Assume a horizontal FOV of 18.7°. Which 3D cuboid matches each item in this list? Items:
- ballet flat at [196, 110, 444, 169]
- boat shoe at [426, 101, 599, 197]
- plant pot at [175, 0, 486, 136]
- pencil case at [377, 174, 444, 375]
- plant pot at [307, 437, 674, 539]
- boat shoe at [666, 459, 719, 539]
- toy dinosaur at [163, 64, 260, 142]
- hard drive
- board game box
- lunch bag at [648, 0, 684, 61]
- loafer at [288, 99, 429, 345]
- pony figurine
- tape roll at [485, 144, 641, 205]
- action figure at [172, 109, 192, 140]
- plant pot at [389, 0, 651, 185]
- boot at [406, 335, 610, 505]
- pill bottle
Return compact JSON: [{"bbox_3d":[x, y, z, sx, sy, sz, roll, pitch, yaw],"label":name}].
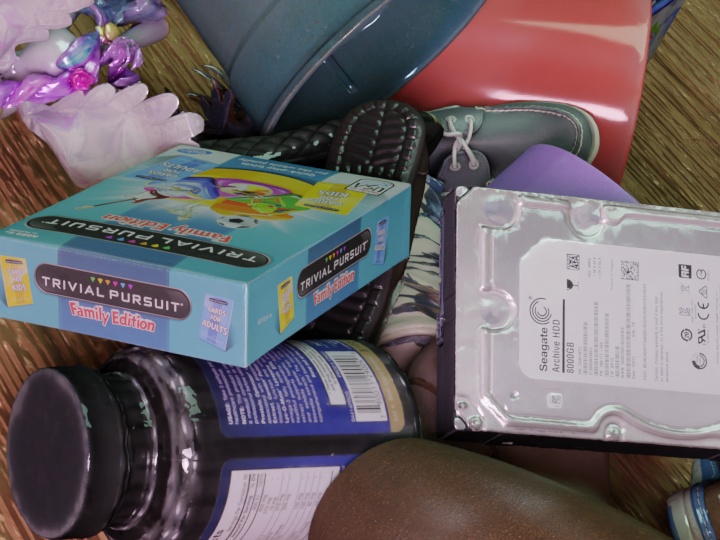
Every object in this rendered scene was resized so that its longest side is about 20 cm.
[{"bbox_3d":[-0.021,-0.076,1.355,0.200,0.067,0.057,-14,49,-45],"label":"ballet flat"},{"bbox_3d":[0.058,-0.073,1.459,0.200,0.073,0.062,-8,-8,16],"label":"boat shoe"},{"bbox_3d":[-0.045,-0.208,1.401,0.196,0.200,0.200,49,34,11],"label":"plant pot"},{"bbox_3d":[0.031,0.016,1.375,0.089,0.078,0.200,4,32,-7],"label":"pencil case"},{"bbox_3d":[0.064,0.172,1.072,0.187,0.187,0.200,0,26,-37],"label":"plant pot"},{"bbox_3d":[0.236,0.139,1.293,0.072,0.072,0.200,70,18,-2],"label":"boat shoe"},{"bbox_3d":[-0.064,-0.102,1.535,0.181,0.105,0.200,2,69,-51],"label":"toy dinosaur"},{"bbox_3d":[0.141,0.031,1.216,0.199,0.038,0.140,6,74,-14],"label":"hard drive"},{"bbox_3d":[-0.081,-0.013,1.176,0.151,0.047,0.200,10,20,23],"label":"board game box"},{"bbox_3d":[0.201,-0.206,1.782,0.082,0.161,0.200,32,29,12],"label":"lunch bag"},{"bbox_3d":[0.000,0.000,1.288,0.073,0.200,0.071,14,-20,24],"label":"loafer"},{"bbox_3d":[-0.192,-0.123,1.344,0.167,0.193,0.200,61,26,-15],"label":"pony figurine"},{"bbox_3d":[0.149,0.018,1.353,0.200,0.066,0.200,46,-10,10],"label":"tape roll"},{"bbox_3d":[-0.092,-0.011,1.336,0.130,0.069,0.200,17,33,-30],"label":"action figure"},{"bbox_3d":[0.099,-0.129,1.566,0.177,0.201,0.201,10,30,-3],"label":"plant pot"},{"bbox_3d":[0.116,0.103,1.241,0.200,0.070,0.146,27,61,-2],"label":"boot"},{"bbox_3d":[-0.075,0.091,1.135,0.200,0.112,0.112,2,37,-37],"label":"pill bottle"}]
